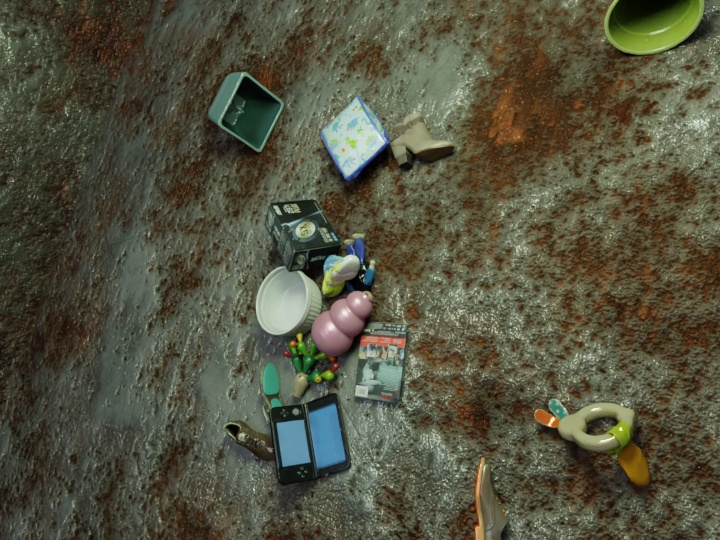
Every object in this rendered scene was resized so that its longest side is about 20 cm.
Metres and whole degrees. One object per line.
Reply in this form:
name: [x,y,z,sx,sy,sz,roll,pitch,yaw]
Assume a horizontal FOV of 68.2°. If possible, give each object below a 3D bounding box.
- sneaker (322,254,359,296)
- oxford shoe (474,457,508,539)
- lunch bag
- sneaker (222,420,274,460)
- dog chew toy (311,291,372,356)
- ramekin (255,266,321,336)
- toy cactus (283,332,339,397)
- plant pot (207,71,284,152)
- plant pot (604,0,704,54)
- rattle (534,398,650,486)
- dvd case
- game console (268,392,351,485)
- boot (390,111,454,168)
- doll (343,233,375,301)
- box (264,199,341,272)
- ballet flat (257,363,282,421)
sneaker: [-0.066,-0.013,1.504,0.200,0.074,0.108,-48,45,49]
oxford shoe: [0.286,0.521,1.171,0.071,0.071,0.207,-1,78,11]
lunch bag: [-0.007,-0.383,1.588,0.169,0.126,0.203,-40,47,19]
sneaker: [-0.326,0.499,1.553,0.196,0.075,0.072,15,83,35]
dog chew toy: [-0.044,0.137,1.449,0.200,0.123,0.126,-47,57,18]
ramekin: [-0.205,0.099,1.581,0.195,0.104,0.207,-11,70,30]
toy cactus: [-0.156,0.281,1.511,0.197,0.102,0.169,26,99,27]
plant pot: [-0.428,-0.570,1.886,0.198,0.194,0.200,29,91,44]
plant pot: [0.671,-0.644,1.218,0.195,0.200,0.195,0,62,32]
rattle: [0.481,0.353,1.111,0.197,0.144,0.132,-16,33,43]
dvd case: [0.056,0.242,1.421,0.142,0.022,0.206,-1,74,32]
game console: [-0.139,0.449,1.430,0.116,0.172,0.205,-43,52,47]
boot: [0.169,-0.381,1.512,0.195,0.070,0.151,-13,67,28]
doll: [0.000,0.000,1.510,0.135,0.048,0.206,-30,62,44]
box: [-0.173,-0.109,1.579,0.202,0.160,0.087,58,141,31]
ballet flat: [-0.267,0.380,1.564,0.075,0.067,0.204,-39,59,34]
